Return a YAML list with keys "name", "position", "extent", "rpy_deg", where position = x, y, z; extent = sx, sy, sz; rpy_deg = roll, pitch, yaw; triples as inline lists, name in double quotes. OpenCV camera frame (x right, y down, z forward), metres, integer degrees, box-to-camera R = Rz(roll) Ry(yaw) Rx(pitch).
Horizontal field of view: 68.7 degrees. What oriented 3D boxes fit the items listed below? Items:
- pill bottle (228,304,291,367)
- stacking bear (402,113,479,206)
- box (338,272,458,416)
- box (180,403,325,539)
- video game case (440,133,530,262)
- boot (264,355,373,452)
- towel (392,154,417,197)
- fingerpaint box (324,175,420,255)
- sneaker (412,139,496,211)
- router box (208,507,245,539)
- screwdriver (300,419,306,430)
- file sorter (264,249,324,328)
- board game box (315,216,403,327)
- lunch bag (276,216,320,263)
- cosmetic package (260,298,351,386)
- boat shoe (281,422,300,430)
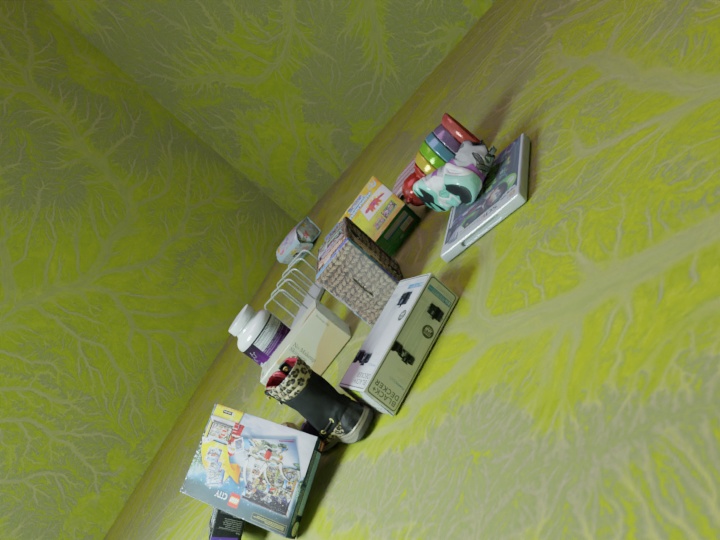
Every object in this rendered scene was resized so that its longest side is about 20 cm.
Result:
- name: "pill bottle"
  position: [-0.216, 0.174, 1.263]
  extent: [0.113, 0.198, 0.113]
  rpy_deg: [-47, 14, 15]
- name: "stacking bear"
  position: [0.169, -0.232, 1.179]
  extent: [0.202, 0.112, 0.122]
  rpy_deg: [-52, 12, 21]
- name: "box"
  position: [0.056, 0.109, 0.799]
  extent: [0.203, 0.060, 0.116]
  rpy_deg: [-58, 14, -17]
- name: "box"
  position: [-0.164, 0.299, 0.802]
  extent: [0.193, 0.038, 0.141]
  rpy_deg: [10, 67, 24]
- name: "video game case"
  position: [0.218, -0.129, 0.918]
  extent: [0.181, 0.023, 0.203]
  rpy_deg: [-42, 18, 40]
- name: "boot"
  position: [-0.082, 0.211, 0.821]
  extent: [0.199, 0.149, 0.074]
  rpy_deg: [-31, 23, 56]
- name: "towel"
  position: [0.148, -0.278, 1.530]
  extent: [0.146, 0.030, 0.202]
  rpy_deg: [-44, 14, 36]
- name: "fingerpaint box"
  position: [0.025, -0.098, 1.266]
  extent: [0.202, 0.073, 0.167]
  rpy_deg: [-51, 41, 7]
- name: "sneaker"
  position: [0.186, -0.189, 0.991]
  extent: [0.142, 0.077, 0.198]
  rpy_deg: [-55, 23, -12]
- name: "router box"
  position: [-0.220, 0.379, 0.923]
  extent: [0.200, 0.050, 0.163]
  rpy_deg: [135, 149, -69]
- name: "screwdriver"
  position: [-0.100, 0.274, 0.982]
  extent: [0.202, 0.027, 0.030]
  rpy_deg: [-87, 9, -61]
- name: "file sorter"
  position: [-0.191, 0.057, 1.638]
  extent: [0.138, 0.124, 0.203]
  rpy_deg: [-39, 19, 41]
- name: "board game box"
  position: [0.000, 0.000, 1.050]
  extent: [0.097, 0.158, 0.201]
  rpy_deg: [-47, 15, 12]
- name: "lunch bag"
  position: [-0.291, -0.124, 2.435]
  extent: [0.169, 0.127, 0.201]
  rpy_deg: [-41, 8, 31]
- name: "cosmetic package"
  position: [-0.118, 0.177, 1.134]
  extent: [0.202, 0.104, 0.071]
  rpy_deg: [-52, 15, 8]
- name: "boat shoe"
  position: [-0.145, 0.325, 0.937]
  extent: [0.074, 0.062, 0.200]
  rpy_deg: [-51, 14, 6]
